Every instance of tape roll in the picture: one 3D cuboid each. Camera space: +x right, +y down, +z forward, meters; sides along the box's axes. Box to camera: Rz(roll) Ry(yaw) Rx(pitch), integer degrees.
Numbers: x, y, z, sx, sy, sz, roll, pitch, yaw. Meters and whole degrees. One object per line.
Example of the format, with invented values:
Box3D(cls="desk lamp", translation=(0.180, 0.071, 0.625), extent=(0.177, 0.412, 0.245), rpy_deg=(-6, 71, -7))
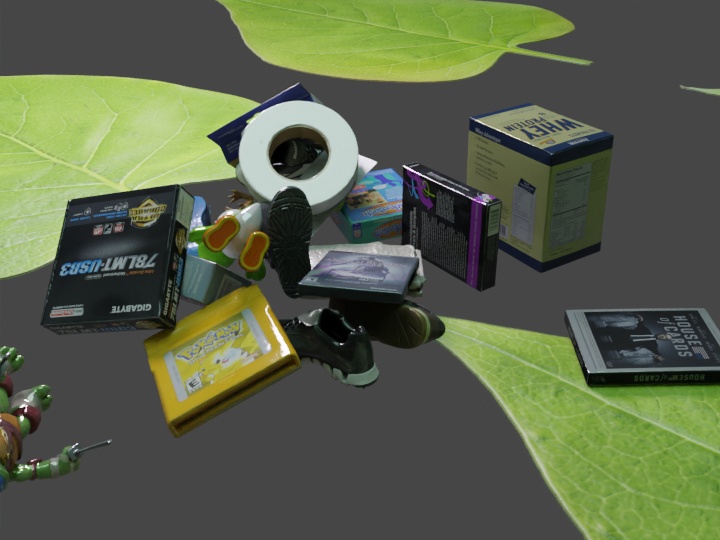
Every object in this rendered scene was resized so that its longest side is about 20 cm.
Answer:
Box3D(cls="tape roll", translation=(-0.102, -0.186, 1.442), extent=(0.200, 0.037, 0.205), rpy_deg=(0, 67, -1))

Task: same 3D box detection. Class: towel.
Box3D(cls="towel", translation=(0.000, 0.000, 1.350), extent=(0.198, 0.035, 0.133), rpy_deg=(-2, 28, -1))

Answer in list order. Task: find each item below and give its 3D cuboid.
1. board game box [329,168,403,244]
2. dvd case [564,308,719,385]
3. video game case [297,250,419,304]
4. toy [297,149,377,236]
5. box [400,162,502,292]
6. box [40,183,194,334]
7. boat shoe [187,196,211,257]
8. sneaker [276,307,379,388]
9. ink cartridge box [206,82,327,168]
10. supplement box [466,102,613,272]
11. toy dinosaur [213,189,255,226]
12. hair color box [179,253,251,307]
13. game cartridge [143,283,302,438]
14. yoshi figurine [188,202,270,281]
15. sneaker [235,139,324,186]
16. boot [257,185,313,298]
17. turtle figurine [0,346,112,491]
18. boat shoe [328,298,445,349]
Box3D(cls="board game box", translation=(0.022, -0.116, 1.544), extent=(0.151, 0.045, 0.200), rpy_deg=(-11, 30, -15))
Box3D(cls="dvd case", translation=(0.385, 0.099, 1.164), extent=(0.198, 0.025, 0.151), rpy_deg=(-2, 29, 1))
Box3D(cls="video game case", translation=(0.003, 0.006, 1.237), extent=(0.141, 0.019, 0.200), rpy_deg=(5, 16, 9))
Box3D(cls="toy", translation=(-0.068, -0.120, 1.482), extent=(0.115, 0.047, 0.200), rpy_deg=(29, 67, 37))
Box3D(cls="box", translation=(0.136, -0.072, 1.360), extent=(0.036, 0.144, 0.199), rpy_deg=(-19, 34, -33))
Box3D(cls="box", translation=(-0.339, -0.014, 1.226), extent=(0.198, 0.050, 0.200), rpy_deg=(-4, 65, 21))
Box3D(cls="boat shoe", translation=(-0.278, -0.052, 1.428), extent=(0.083, 0.069, 0.201), rpy_deg=(-15, 34, 1))
Box3D(cls="sneaker", translation=(-0.063, 0.082, 1.146), extent=(0.199, 0.091, 0.066), rpy_deg=(17, 33, 29))
Box3D(cls="ink cartridge box", translation=(-0.144, -0.239, 1.576), extent=(0.196, 0.047, 0.200), rpy_deg=(-26, -17, 15))
Box3D(cls="supplement box", translation=(0.283, -0.139, 1.415), extent=(0.133, 0.202, 0.200), rpy_deg=(-18, 33, -28))
Box3D(cls="toy dinosaur", translation=(-0.176, -0.099, 1.530), extent=(0.199, 0.061, 0.106), rpy_deg=(-24, 49, -31))
Box3D(cls="hair color box", translation=(-0.270, 0.007, 1.275), extent=(0.198, 0.061, 0.099), rpy_deg=(16, -9, 28))
Box3D(cls="game cartridge", translation=(-0.183, 0.105, 1.116), extent=(0.175, 0.033, 0.200), rpy_deg=(-29, 35, -8))
Box3D(cls="yoshi figurine", translation=(-0.192, -0.034, 1.266), extent=(0.111, 0.114, 0.200), rpy_deg=(-12, 9, -10))
Box3D(cls="sneaker", translation=(-0.116, -0.196, 1.532), extent=(0.198, 0.091, 0.067), rpy_deg=(-11, 72, -25))
Box3D(cls="boot", translation=(-0.122, -0.067, 1.316), extent=(0.065, 0.167, 0.200), rpy_deg=(-5, 21, -13))
Box3D(cls="turtle figurine", translation=(-0.367, 0.157, 0.977), extent=(0.143, 0.201, 0.194), rpy_deg=(25, 13, -27))
Box3D(cls="boat shoe", translation=(0.033, 0.068, 1.201), extent=(0.064, 0.074, 0.199), rpy_deg=(9, 7, -41))
